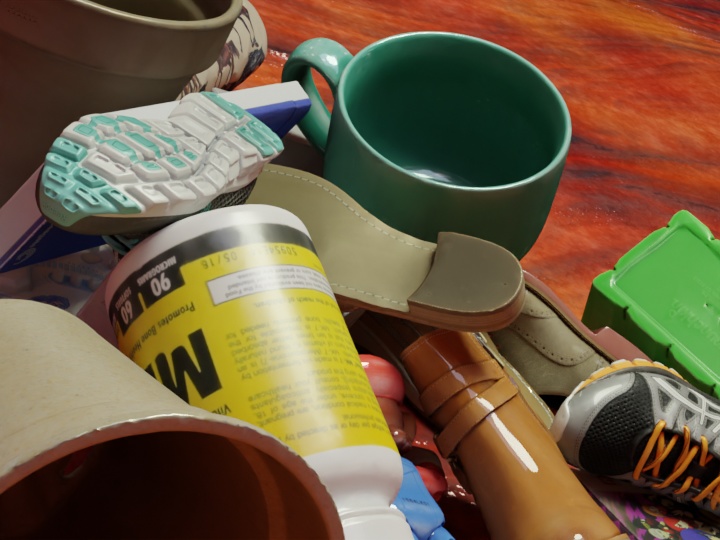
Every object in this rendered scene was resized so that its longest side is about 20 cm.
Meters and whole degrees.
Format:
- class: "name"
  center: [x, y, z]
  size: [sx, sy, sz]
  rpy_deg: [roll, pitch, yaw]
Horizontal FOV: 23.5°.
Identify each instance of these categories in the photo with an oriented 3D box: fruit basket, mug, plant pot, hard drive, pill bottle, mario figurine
- class: "fruit basket"
  center: [0.271, 0.075, 1.269]
  size: [0.216, 0.155, 0.216]
  rpy_deg: [50, -11, 14]
- class: "mug"
  center: [0.045, -0.074, 1.135]
  size: [0.152, 0.115, 0.185]
  rpy_deg: [-12, 49, -22]
- class: "plant pot"
  center: [-0.194, -0.128, 1.070]
  size: [0.199, 0.174, 0.200]
  rpy_deg: [21, 25, -10]
- class: "plant pot"
  center: [-0.135, 0.108, 0.752]
  size: [0.200, 0.201, 0.183]
  rpy_deg: [8, 21, -34]
- class: "hard drive"
  center: [-0.129, -0.058, 1.051]
  size: [0.025, 0.132, 0.200]
  rpy_deg: [55, 32, 10]
- class: "pill bottle"
  center: [-0.046, 0.078, 0.860]
  size: [0.114, 0.114, 0.201]
  rpy_deg: [1, 56, -42]
- class: "mario figurine"
  center: [0.003, 0.137, 0.962]
  size: [0.200, 0.106, 0.124]
  rpy_deg: [63, 0, 39]

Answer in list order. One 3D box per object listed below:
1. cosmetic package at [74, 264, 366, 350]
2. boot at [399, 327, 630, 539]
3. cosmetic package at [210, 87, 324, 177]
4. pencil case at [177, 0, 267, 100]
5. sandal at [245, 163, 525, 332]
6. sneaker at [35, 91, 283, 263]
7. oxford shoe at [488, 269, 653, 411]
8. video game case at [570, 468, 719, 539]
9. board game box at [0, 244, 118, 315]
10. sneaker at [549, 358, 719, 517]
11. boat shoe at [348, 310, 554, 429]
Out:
- class: "cosmetic package"
  center: [-0.078, 0.025, 1.040]
  size: [0.102, 0.074, 0.200]
  rpy_deg: [45, 29, 5]
- class: "boot"
  center: [0.075, 0.102, 0.963]
  size: [0.155, 0.074, 0.200]
  rpy_deg: [60, -2, 1]
- class: "cosmetic package"
  center: [-0.022, -0.055, 1.241]
  size: [0.199, 0.090, 0.107]
  rpy_deg: [15, 15, -16]
- class: "pencil case"
  center: [-0.145, -0.168, 1.363]
  size: [0.089, 0.078, 0.200]
  rpy_deg: [44, 27, 2]
- class: "sandal"
  center: [-0.003, 0.004, 1.013]
  size: [0.211, 0.070, 0.078]
  rpy_deg: [18, 56, 22]
- class: "sneaker"
  center: [-0.110, -0.033, 0.918]
  size: [0.077, 0.091, 0.200]
  rpy_deg: [35, 22, 15]
- class: "oxford shoe"
  center: [0.108, 0.049, 1.184]
  size: [0.200, 0.075, 0.070]
  rpy_deg: [32, -14, 3]
- class: "video game case"
  center: [0.240, 0.192, 1.058]
  size: [0.181, 0.036, 0.200]
  rpy_deg: [10, 21, -31]
- class: "board game box"
  center: [-0.229, -0.014, 1.056]
  size: [0.200, 0.026, 0.200]
  rpy_deg: [36, 27, 19]
- class: "sneaker"
  center: [0.205, 0.112, 1.074]
  size: [0.199, 0.078, 0.077]
  rpy_deg: [12, 22, -29]
- class: "boat shoe"
  center: [0.055, 0.047, 1.146]
  size: [0.200, 0.076, 0.072]
  rpy_deg: [36, 27, 20]
